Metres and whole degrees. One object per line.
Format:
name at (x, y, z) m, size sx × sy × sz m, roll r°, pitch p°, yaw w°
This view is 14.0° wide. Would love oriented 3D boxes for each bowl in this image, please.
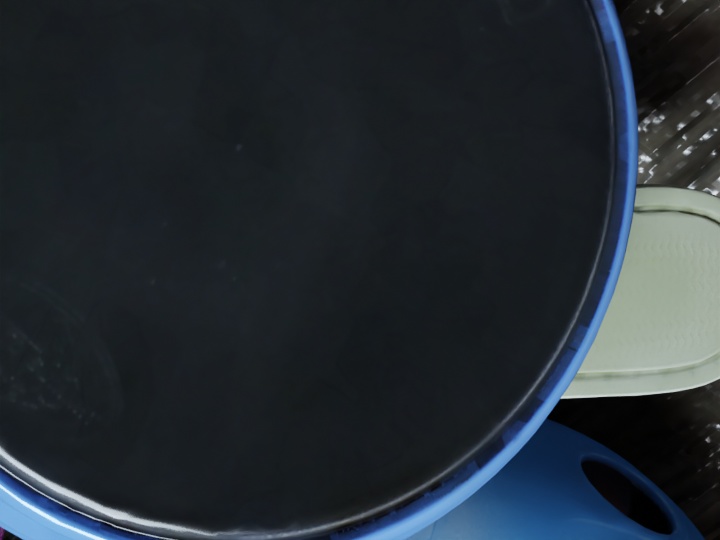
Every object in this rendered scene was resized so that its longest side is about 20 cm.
bowl at (-0.030, -0.028, 0.670) m, size 0.199 × 0.039 × 0.202 m, roll 0°, pitch 91°, yaw -12°

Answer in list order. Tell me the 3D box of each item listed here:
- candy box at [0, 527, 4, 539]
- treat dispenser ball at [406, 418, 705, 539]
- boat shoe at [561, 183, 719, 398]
candy box at (-0.139, 0.084, 0.792) m, size 0.061 × 0.200 × 0.137 m, roll 18°, pitch 96°, yaw 1°
treat dispenser ball at (0.021, 0.138, 0.858) m, size 0.199 × 0.202 × 0.202 m, roll 4°, pitch 130°, yaw 5°
boat shoe at (0.000, -0.002, 0.742) m, size 0.198 × 0.066 × 0.075 m, roll -2°, pitch 96°, yaw -17°
